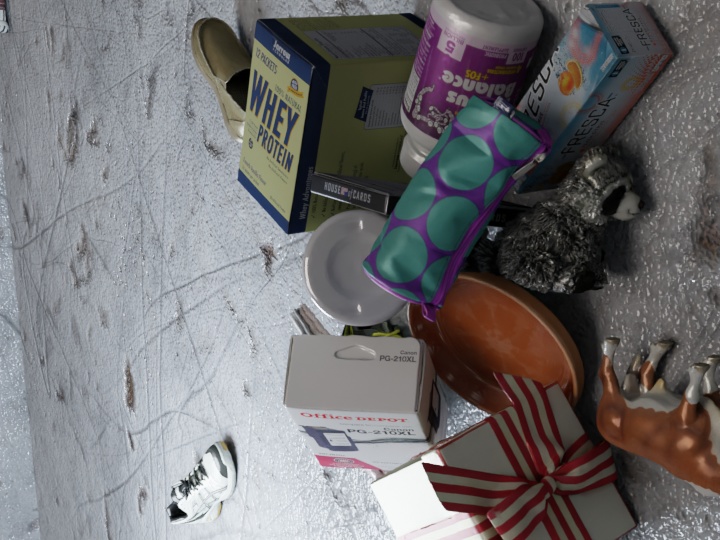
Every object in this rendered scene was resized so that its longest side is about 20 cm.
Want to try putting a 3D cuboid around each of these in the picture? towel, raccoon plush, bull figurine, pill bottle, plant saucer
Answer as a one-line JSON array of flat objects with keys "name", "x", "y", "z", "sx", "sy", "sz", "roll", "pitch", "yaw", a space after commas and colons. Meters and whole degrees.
[{"name": "towel", "x": -0.029, "y": 0.151, "z": 1.570, "sx": 0.200, "sy": 0.032, "sz": 0.191, "roll": -136, "pitch": 23, "yaw": -72}, {"name": "raccoon plush", "x": 0.159, "y": -0.055, "z": 1.164, "sx": 0.097, "sy": 0.199, "sz": 0.134, "roll": -68, "pitch": -20, "yaw": -74}, {"name": "bull figurine", "x": 0.279, "y": 0.131, "z": 1.102, "sx": 0.200, "sy": 0.065, "sz": 0.122, "roll": 14, "pitch": 106, "yaw": 56}, {"name": "pill bottle", "x": 0.000, "y": 0.000, "z": 1.299, "sx": 0.200, "sy": 0.114, "sz": 0.114, "roll": 88, "pitch": 173, "yaw": -89}, {"name": "plant saucer", "x": 0.139, "y": 0.075, "z": 1.281, "sx": 0.200, "sy": 0.032, "sz": 0.201, "roll": 28, "pitch": 144, "yaw": 23}, {"name": "pill bottle", "x": 0.104, "y": -0.184, "z": 1.275, "sx": 0.112, "sy": 0.112, "sz": 0.200, "roll": 54, "pitch": 141, "yaw": 39}]

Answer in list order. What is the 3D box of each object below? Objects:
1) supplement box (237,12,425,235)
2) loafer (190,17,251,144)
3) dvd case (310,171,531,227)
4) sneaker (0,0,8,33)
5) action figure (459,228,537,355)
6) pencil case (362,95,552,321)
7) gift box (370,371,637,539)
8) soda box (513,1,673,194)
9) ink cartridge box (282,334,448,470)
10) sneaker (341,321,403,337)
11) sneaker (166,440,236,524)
[{"name": "supplement box", "x": -0.010, "y": -0.165, "z": 1.389, "sx": 0.134, "sy": 0.199, "sz": 0.200, "roll": 46, "pitch": 134, "yaw": 46}, {"name": "loafer", "x": -0.177, "y": -0.279, "z": 1.786, "sx": 0.067, "sy": 0.076, "sz": 0.200, "roll": -40, "pitch": 73, "yaw": 55}, {"name": "dvd case", "x": 0.070, "y": -0.069, "z": 1.276, "sx": 0.150, "sy": 0.200, "sz": 0.025, "roll": 21, "pitch": 105, "yaw": 57}, {"name": "sneaker", "x": -0.868, "y": -0.613, "z": 2.893, "sx": 0.200, "sy": 0.076, "sz": 0.116, "roll": 17, "pitch": 105, "yaw": 38}, {"name": "action figure", "x": 0.130, "y": 0.045, "z": 1.329, "sx": 0.118, "sy": 0.055, "sz": 0.200, "roll": 26, "pitch": 139, "yaw": 20}, {"name": "pencil case", "x": 0.088, "y": -0.061, "z": 1.137, "sx": 0.092, "sy": 0.085, "sz": 0.200, "roll": 39, "pitch": 100, "yaw": 33}, {"name": "gift box", "x": 0.129, "y": 0.218, "z": 1.234, "sx": 0.200, "sy": 0.184, "sz": 0.187, "roll": 58, "pitch": 148, "yaw": 3}, {"name": "soda box", "x": 0.199, "y": -0.155, "z": 1.159, "sx": 0.064, "sy": 0.068, "sz": 0.200, "roll": 66, "pitch": 148, "yaw": 25}, {"name": "ink cartridge box", "x": 0.010, "y": 0.146, "z": 1.356, "sx": 0.200, "sy": 0.144, "sz": 0.085, "roll": 68, "pitch": -154, "yaw": -61}, {"name": "sneaker", "x": 0.027, "y": 0.111, "z": 1.522, "sx": 0.200, "sy": 0.074, "sz": 0.085, "roll": 43, "pitch": 132, "yaw": 47}, {"name": "sneaker", "x": -0.267, "y": 0.361, "z": 2.085, "sx": 0.076, "sy": 0.087, "sz": 0.200, "roll": 60, "pitch": 142, "yaw": 36}]
